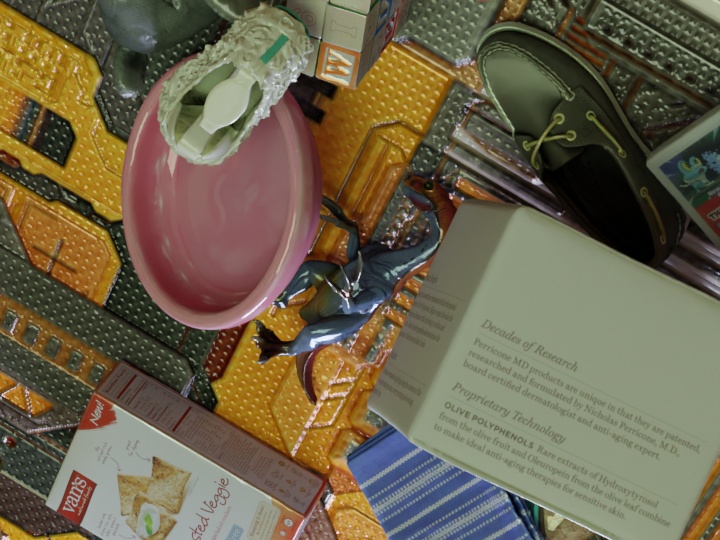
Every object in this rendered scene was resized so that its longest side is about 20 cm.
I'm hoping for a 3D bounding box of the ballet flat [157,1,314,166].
[{"bbox_3d":[-0.098,-0.114,1.592,0.072,0.072,0.200,40,146,-3],"label":"ballet flat"}]

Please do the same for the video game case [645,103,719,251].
[{"bbox_3d":[0.319,-0.058,1.560,0.200,0.023,0.182,-35,103,36],"label":"video game case"}]

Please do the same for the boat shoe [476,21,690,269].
[{"bbox_3d":[0.150,-0.086,1.632,0.202,0.060,0.072,48,124,-8],"label":"boat shoe"}]

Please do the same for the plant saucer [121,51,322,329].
[{"bbox_3d":[-0.095,-0.058,1.710,0.200,0.051,0.202,-1,89,46],"label":"plant saucer"}]

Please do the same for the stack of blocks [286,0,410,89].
[{"bbox_3d":[0.004,-0.238,1.572,0.058,0.115,0.201,19,124,11],"label":"stack of blocks"}]

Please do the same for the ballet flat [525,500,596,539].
[{"bbox_3d":[0.155,0.119,1.758,0.065,0.071,0.201,-6,122,-5],"label":"ballet flat"}]

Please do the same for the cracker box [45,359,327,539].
[{"bbox_3d":[-0.143,0.181,1.913,0.199,0.058,0.134,30,125,5],"label":"cracker box"}]

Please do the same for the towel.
[{"bbox_3d":[0.074,0.202,1.804,0.145,0.024,0.201,-37,78,42],"label":"towel"}]

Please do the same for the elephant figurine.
[{"bbox_3d":[-0.086,-0.228,1.618,0.198,0.142,0.156,-5,147,8],"label":"elephant figurine"}]

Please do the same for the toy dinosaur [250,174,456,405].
[{"bbox_3d":[0.000,0.000,1.760,0.180,0.106,0.200,-17,152,14],"label":"toy dinosaur"}]

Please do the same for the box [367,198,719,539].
[{"bbox_3d":[0.135,0.068,1.592,0.199,0.199,0.172,25,89,-8],"label":"box"}]
